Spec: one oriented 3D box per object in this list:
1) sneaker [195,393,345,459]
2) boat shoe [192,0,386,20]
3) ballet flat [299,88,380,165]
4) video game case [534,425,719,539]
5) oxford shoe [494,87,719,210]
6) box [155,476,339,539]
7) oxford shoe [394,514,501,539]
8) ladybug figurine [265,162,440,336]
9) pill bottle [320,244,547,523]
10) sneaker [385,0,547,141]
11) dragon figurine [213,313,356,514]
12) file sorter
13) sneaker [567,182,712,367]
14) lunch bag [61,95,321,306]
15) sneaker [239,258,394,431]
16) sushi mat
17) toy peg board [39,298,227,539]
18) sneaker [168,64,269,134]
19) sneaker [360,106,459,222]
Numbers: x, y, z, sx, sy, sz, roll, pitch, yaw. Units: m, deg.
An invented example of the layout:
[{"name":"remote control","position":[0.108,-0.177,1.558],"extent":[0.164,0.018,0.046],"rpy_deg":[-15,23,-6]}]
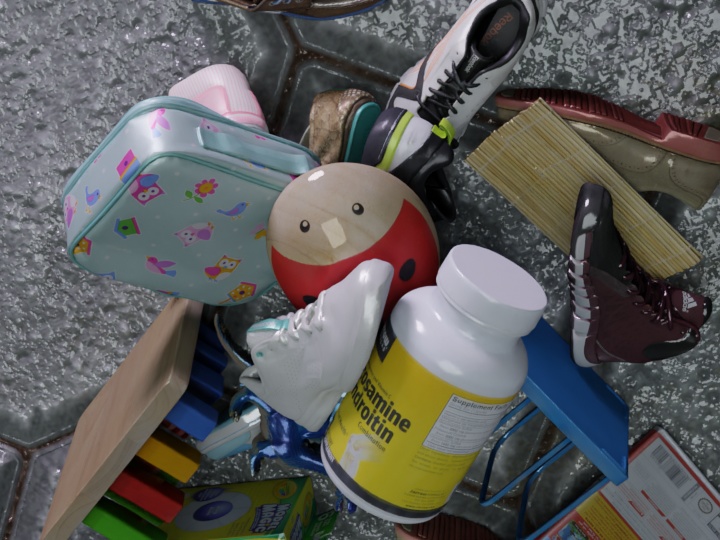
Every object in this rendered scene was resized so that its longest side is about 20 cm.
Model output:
[{"name":"sneaker","position":[-0.047,0.161,1.117],"extent":[0.199,0.080,0.131],"rpy_deg":[-26,98,17]},{"name":"boat shoe","position":[-0.069,-0.242,1.009],"extent":[0.199,0.072,0.073],"rpy_deg":[1,106,10]},{"name":"ballet flat","position":[-0.032,-0.065,1.067],"extent":[0.065,0.070,0.201],"rpy_deg":[24,108,32]},{"name":"video game case","position":[0.240,0.258,1.088],"extent":[0.200,0.017,0.143],"rpy_deg":[-42,95,-3]},{"name":"oxford shoe","position":[0.202,-0.100,1.003],"extent":[0.199,0.070,0.075],"rpy_deg":[17,115,7]},{"name":"box","position":[-0.124,0.243,1.134],"extent":[0.199,0.117,0.049],"rpy_deg":[-6,106,11]},{"name":"oxford shoe","position":[0.117,0.290,1.128],"extent":[0.199,0.071,0.074],"rpy_deg":[24,111,3]},{"name":"ladybug figurine","position":[0.000,0.000,0.967],"extent":[0.135,0.072,0.200],"rpy_deg":[-22,139,8]},{"name":"pill bottle","position":[0.057,0.084,0.914],"extent":[0.112,0.112,0.201],"rpy_deg":[29,115,1]},{"name":"sneaker","position":[0.077,-0.159,1.004],"extent":[0.074,0.080,0.200],"rpy_deg":[34,111,-3]},{"name":"dragon figurine","position":[-0.057,0.117,1.043],"extent":[0.099,0.059,0.201],"rpy_deg":[-16,98,6]},{"name":"file sorter","position":[0.119,0.111,1.044],"extent":[0.200,0.139,0.123],"rpy_deg":[45,112,-4]},{"name":"sneaker","position":[0.231,0.007,0.993],"extent":[0.115,0.076,0.201],"rpy_deg":[4,141,14]},{"name":"lunch bag","position":[-0.124,-0.053,0.977],"extent":[0.199,0.077,0.160],"rpy_deg":[16,131,-41]},{"name":"sneaker","position":[-0.041,0.054,0.919],"extent":[0.088,0.075,0.200],"rpy_deg":[24,138,-6]},{"name":"sushi mat","position":[0.185,-0.053,1.010],"extent":[0.200,0.012,0.096],"rpy_deg":[41,138,-14]},{"name":"toy peg board","position":[-0.175,0.140,1.082],"extent":[0.098,0.200,0.199],"rpy_deg":[34,109,-17]},{"name":"sneaker","position":[-0.140,-0.096,1.071],"extent":[0.075,0.105,0.200],"rpy_deg":[1,142,-30]},{"name":"sneaker","position":[0.036,-0.043,1.016],"extent":[0.082,0.072,0.201],"rpy_deg":[20,134,9]}]
